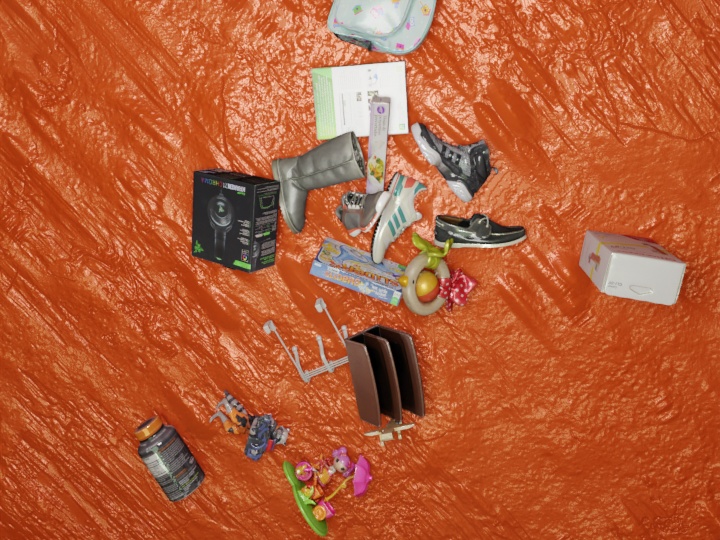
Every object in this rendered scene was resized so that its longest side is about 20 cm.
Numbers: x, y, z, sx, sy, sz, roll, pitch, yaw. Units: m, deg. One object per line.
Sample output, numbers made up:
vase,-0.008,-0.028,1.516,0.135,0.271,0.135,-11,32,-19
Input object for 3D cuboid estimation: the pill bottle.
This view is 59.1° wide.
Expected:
pill bottle,-0.480,0.461,1.578,0.105,0.106,0.202,-26,101,13

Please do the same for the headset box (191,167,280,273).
headset box,-0.272,-0.104,1.369,0.172,0.092,0.204,16,109,26

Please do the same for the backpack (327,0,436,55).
backpack,0.048,-0.509,1.216,0.197,0.153,0.178,18,102,-6

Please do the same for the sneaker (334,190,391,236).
sneaker,-0.005,-0.128,1.312,0.082,0.200,0.078,39,66,-10

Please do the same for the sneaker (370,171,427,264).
sneaker,0.083,-0.103,1.360,0.092,0.070,0.203,16,96,-3

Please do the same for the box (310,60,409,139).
box,0.000,-0.354,1.325,0.196,0.036,0.147,-2,106,6

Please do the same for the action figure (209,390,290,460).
action figure,-0.256,0.360,1.528,0.191,0.105,0.201,27,132,-6

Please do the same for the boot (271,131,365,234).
boot,-0.081,-0.184,1.357,0.197,0.073,0.185,-12,105,13

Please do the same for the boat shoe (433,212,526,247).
boat shoe,0.254,-0.087,1.352,0.196,0.072,0.069,1,110,8

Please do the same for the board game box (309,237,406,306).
board game box,0.000,0.000,1.373,0.197,0.136,0.035,20,116,0

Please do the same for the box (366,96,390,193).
box,0.036,-0.256,1.317,0.038,0.042,0.203,5,122,3

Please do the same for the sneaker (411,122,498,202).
sneaker,0.198,-0.248,1.314,0.113,0.076,0.200,-38,104,14

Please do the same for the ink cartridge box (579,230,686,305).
ink cartridge box,0.538,-0.012,1.273,0.142,0.200,0.085,9,107,4

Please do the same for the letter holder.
letter holder,0.058,0.241,1.417,0.100,0.141,0.203,-20,107,-33

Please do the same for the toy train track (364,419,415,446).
toy train track,0.074,0.363,1.436,0.113,0.200,0.033,-13,86,9

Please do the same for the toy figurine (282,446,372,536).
toy figurine,-0.065,0.506,1.552,0.183,0.150,0.201,-34,75,1

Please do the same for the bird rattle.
bird rattle,0.148,0.021,1.342,0.163,0.112,0.202,-43,131,-23

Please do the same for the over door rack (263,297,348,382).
over door rack,-0.108,0.155,1.458,0.146,0.067,0.201,-23,123,12
